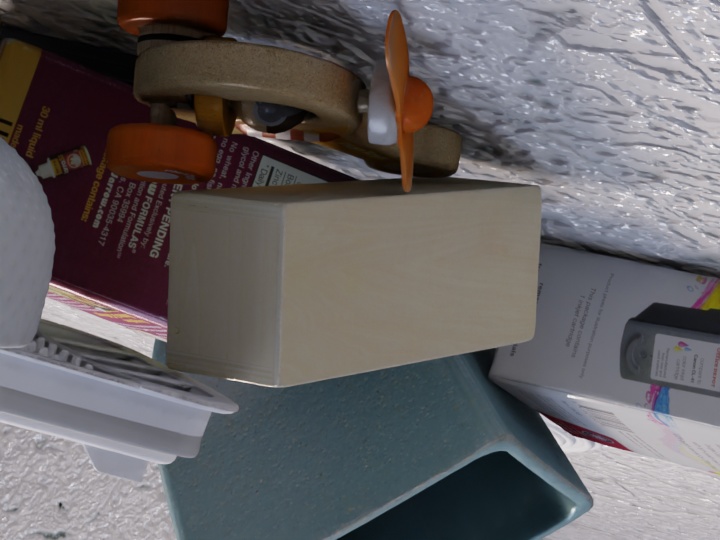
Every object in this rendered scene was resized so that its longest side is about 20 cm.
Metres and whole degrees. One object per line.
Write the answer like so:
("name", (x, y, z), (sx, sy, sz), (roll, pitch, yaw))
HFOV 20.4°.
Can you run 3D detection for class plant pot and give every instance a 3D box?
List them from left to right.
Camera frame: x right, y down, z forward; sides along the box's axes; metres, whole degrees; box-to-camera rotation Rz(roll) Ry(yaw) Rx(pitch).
("plant pot", (-0.012, 0.080, 1.161), (0.195, 0.201, 0.196), (-31, 154, 10))

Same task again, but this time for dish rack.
("dish rack", (-0.165, 0.036, 0.808), (0.199, 0.044, 0.171), (19, 180, -30))

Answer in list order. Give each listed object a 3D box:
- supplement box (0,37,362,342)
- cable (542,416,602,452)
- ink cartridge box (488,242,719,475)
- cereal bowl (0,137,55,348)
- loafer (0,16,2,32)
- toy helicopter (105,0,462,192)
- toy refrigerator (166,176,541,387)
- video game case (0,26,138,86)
("supplement box", (-0.109, -0.026, 0.986), (0.199, 0.104, 0.131), (22, 172, -19))
("cable", (0.077, 0.065, 1.338), (0.199, 0.070, 0.200), (8, 165, 41))
("ink cartridge box", (0.191, 0.060, 1.092), (0.199, 0.086, 0.148), (11, 167, 28))
("cereal bowl", (-0.199, -0.042, 0.720), (0.199, 0.084, 0.200), (20, -177, -1))
("loafer", (-0.251, -0.091, 0.877), (0.199, 0.068, 0.076), (-7, -132, -37))
("toy helicopter", (-0.009, -0.070, 0.868), (0.131, 0.080, 0.199), (-1, 171, 34))
("toy refrigerator", (0.000, 0.000, 0.896), (0.070, 0.077, 0.199), (7, -171, 36))
("video game case", (-0.145, -0.085, 1.088), (0.142, 0.019, 0.200), (14, 169, 19))
